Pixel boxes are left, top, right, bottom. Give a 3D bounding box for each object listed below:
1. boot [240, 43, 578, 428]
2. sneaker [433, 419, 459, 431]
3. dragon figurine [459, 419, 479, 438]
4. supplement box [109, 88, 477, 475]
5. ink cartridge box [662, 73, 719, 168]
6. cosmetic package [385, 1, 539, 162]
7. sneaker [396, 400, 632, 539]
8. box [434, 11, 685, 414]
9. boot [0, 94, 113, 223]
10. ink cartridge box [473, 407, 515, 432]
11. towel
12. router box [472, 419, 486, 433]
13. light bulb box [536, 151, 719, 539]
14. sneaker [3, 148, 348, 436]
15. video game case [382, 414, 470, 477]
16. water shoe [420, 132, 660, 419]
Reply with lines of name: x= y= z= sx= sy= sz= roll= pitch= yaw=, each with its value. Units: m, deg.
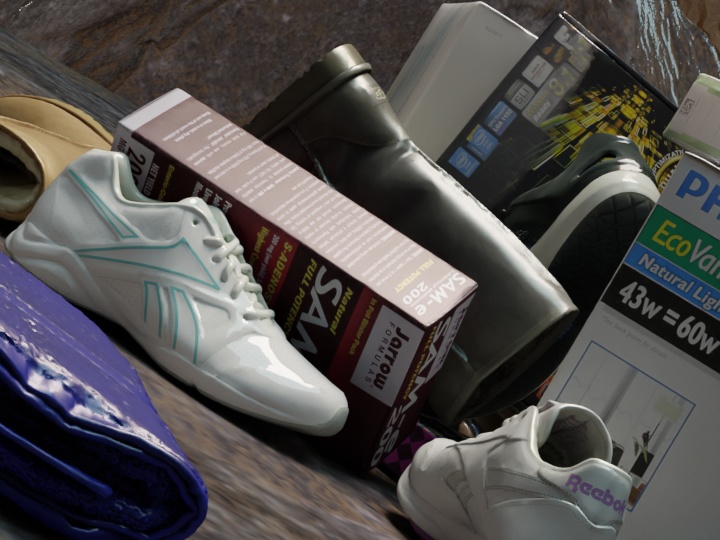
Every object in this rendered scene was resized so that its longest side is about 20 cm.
boot: x=-0.002 y=0.001 z=1.309 sx=0.200 sy=0.182 sz=0.073 roll=52 pitch=27 yaw=6
sneaker: x=-0.021 y=0.050 z=1.443 sx=0.087 sy=0.075 sz=0.200 roll=19 pitch=-18 yaw=45
dragon figurine: x=0.016 y=0.057 z=1.690 sx=0.199 sy=0.059 sz=0.099 roll=33 pitch=3 yaw=3
supplement box: x=-0.048 y=0.005 z=1.257 sx=0.200 sy=0.109 sz=0.061 roll=33 pitch=36 yaw=15
ink cartridge box: x=0.263 y=-0.035 z=1.253 sx=0.145 sy=0.048 sz=0.200 roll=30 pitch=5 yaw=-24
cosmetic package: x=0.061 y=-0.060 z=1.548 sx=0.123 sy=0.200 sz=0.200 roll=31 pitch=2 yaw=-6
sneaker: x=0.079 y=0.105 z=1.121 sx=0.075 sy=0.100 sz=0.200 roll=29 pitch=2 yaw=-18
box: x=0.116 y=-0.026 z=1.412 sx=0.161 sy=0.200 sz=0.049 roll=40 pitch=-7 yaw=2
boot: x=-0.204 y=-0.070 z=1.411 sx=0.175 sy=0.066 sz=0.200 roll=24 pitch=4 yaw=23
ink cartridge box: x=0.162 y=0.121 z=1.498 sx=0.200 sy=0.075 sz=0.165 roll=42 pitch=-5 yaw=8
towel: x=-0.129 y=0.026 z=0.780 sx=0.148 sy=0.050 sz=0.200 roll=39 pitch=0 yaw=-16
router box: x=0.083 y=0.088 z=1.851 sx=0.199 sy=0.062 sz=0.150 roll=32 pitch=3 yaw=0
light bulb box: x=0.190 y=0.063 z=1.287 sx=0.124 sy=0.201 sz=0.198 roll=32 pitch=4 yaw=17
sneaker: x=-0.083 y=0.011 z=1.193 sx=0.200 sy=0.080 sz=0.070 roll=34 pitch=1 yaw=13
video game case: x=0.117 y=0.154 z=1.332 sx=0.181 sy=0.036 sz=0.200 roll=30 pitch=4 yaw=-46
water shoe: x=0.095 y=0.007 z=1.345 sx=0.071 sy=0.200 sz=0.079 roll=34 pitch=29 yaw=-26
